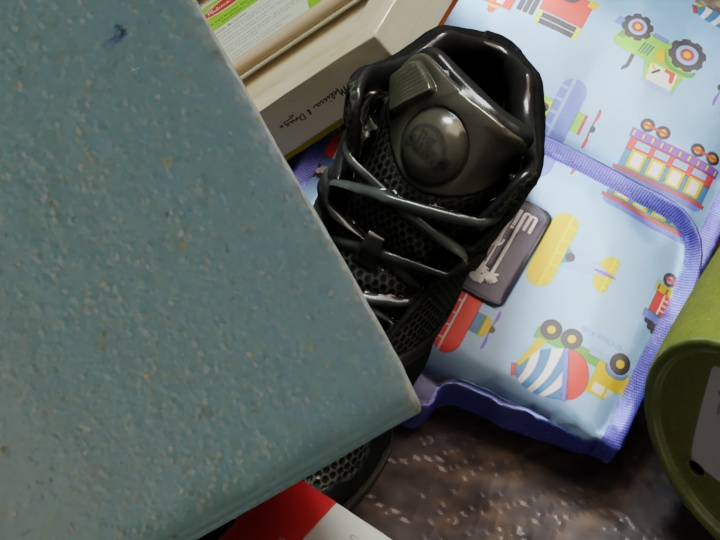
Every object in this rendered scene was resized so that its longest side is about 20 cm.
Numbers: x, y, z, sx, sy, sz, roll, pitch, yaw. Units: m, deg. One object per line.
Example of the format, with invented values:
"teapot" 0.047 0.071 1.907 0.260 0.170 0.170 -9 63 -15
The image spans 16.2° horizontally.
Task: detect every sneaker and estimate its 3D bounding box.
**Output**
"sneaker" 0.000 0.000 0.828 0.076 0.114 0.200 31 71 10

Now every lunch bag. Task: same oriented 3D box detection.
"lunch bag" 0.053 -0.021 0.940 0.150 0.094 0.200 26 56 4

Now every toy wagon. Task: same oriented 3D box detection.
"toy wagon" -0.026 -0.122 0.960 0.040 0.155 0.200 47 19 -34

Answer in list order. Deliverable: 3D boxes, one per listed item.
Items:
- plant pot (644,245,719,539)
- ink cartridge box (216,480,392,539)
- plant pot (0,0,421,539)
"plant pot" 0.198 0.016 0.892 0.200 0.188 0.187 -32 63 -31
"ink cartridge box" -0.012 0.141 0.747 0.199 0.067 0.116 32 43 12
"plant pot" -0.141 -0.002 0.720 0.200 0.197 0.196 -35 24 -14
